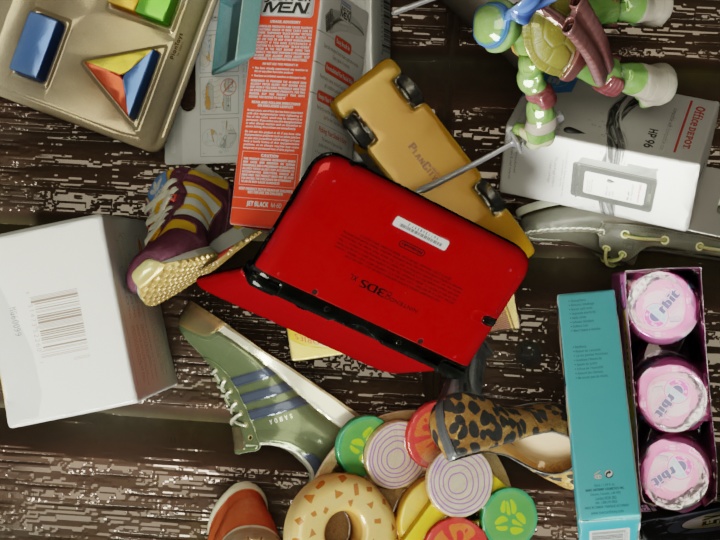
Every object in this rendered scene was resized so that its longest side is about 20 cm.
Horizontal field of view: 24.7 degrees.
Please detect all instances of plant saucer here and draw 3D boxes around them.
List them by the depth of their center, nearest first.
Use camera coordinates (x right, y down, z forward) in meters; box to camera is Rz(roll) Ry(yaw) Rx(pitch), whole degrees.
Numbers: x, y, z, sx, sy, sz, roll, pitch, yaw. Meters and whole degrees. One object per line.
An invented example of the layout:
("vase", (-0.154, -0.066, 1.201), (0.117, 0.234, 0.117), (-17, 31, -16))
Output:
("plant saucer", (-0.101, -0.198, 1.341), (0.019, 0.200, 0.070), (7, 92, -12))

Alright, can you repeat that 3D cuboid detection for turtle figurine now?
("turtle figurine", (0.139, -0.174, 1.283), (0.194, 0.200, 0.144), (-1, 55, -32))

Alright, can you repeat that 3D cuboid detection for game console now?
("game console", (0.000, 0.000, 1.301), (0.200, 0.119, 0.173), (25, 105, -24))

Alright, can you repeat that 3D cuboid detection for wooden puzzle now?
("wooden puzzle", (-0.234, -0.221, 1.436), (0.200, 0.046, 0.186), (21, 92, 9))

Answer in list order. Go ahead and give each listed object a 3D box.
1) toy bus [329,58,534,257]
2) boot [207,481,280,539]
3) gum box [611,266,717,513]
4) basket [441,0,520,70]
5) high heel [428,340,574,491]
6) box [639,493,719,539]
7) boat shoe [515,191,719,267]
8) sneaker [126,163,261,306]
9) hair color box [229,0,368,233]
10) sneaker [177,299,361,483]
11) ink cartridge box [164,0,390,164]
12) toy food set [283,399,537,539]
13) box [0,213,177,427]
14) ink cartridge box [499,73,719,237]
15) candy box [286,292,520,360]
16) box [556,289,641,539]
("toy bus", (0.057, -0.075, 1.339), (0.065, 0.078, 0.200), (-39, 96, -3))
("boot", (-0.108, 0.281, 1.423), (0.075, 0.107, 0.200), (7, 117, -16))
("gum box", (0.253, 0.098, 1.377), (0.066, 0.114, 0.201), (-4, 89, 4))
("basket", (0.114, -0.274, 1.379), (0.200, 0.180, 0.136), (46, 134, -5))
("high heel", (0.135, 0.159, 1.360), (0.200, 0.143, 0.071), (44, 123, -15))
("box", (0.309, 0.236, 1.329), (0.163, 0.200, 0.086), (-8, 91, 4))
("boat shoe", (0.234, -0.034, 1.401), (0.201, 0.072, 0.060), (-1, 85, 0))
("sneaker", (-0.156, -0.036, 1.367), (0.075, 0.200, 0.090), (-39, 88, 21))
("hair color box", (-0.049, -0.128, 1.347), (0.064, 0.111, 0.201), (6, 87, 20))
("sneaker", (-0.090, 0.116, 1.421), (0.200, 0.067, 0.090), (35, 86, 0))
("ink cartridge box", (-0.073, -0.173, 1.445), (0.200, 0.057, 0.163), (0, 90, 24))
("toy food set", (0.045, 0.211, 1.393), (0.200, 0.049, 0.198), (41, 76, -12))
("box", (-0.231, 0.039, 1.366), (0.106, 0.200, 0.153), (-12, 89, 2))
("ink cartridge box", (0.226, -0.098, 1.358), (0.200, 0.116, 0.068), (13, 126, 13))
("candy box", (0.032, 0.008, 1.422), (0.199, 0.056, 0.117), (-8, 88, 5))
("box", (0.192, 0.122, 1.328), (0.049, 0.082, 0.200), (-5, 59, 6))
